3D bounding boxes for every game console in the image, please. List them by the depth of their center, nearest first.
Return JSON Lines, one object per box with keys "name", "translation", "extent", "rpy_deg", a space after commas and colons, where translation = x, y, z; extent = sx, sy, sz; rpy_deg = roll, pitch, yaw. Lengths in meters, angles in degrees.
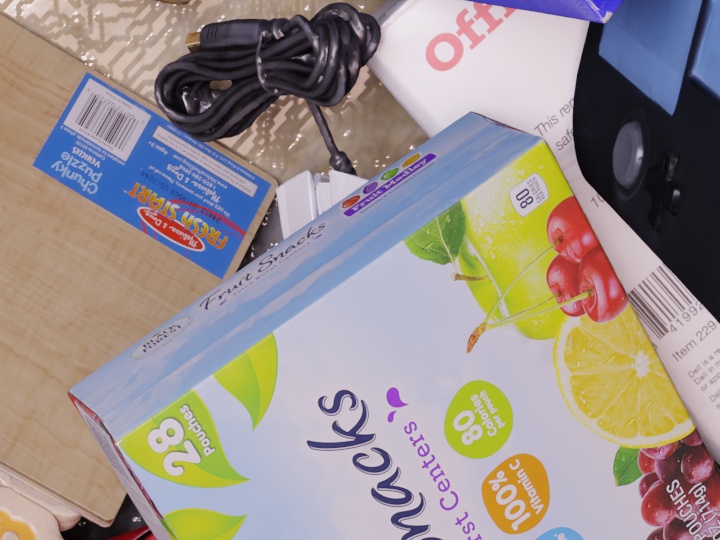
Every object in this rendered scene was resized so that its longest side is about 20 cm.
{"name": "game console", "translation": [0.113, -0.100, 0.699], "extent": [0.031, 0.177, 0.201], "rpy_deg": [8, 109, -11]}

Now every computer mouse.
{"name": "computer mouse", "translation": [0.000, 0.000, 0.838], "extent": [0.044, 0.109, 0.201], "rpy_deg": [-45, 117, -34]}

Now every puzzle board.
{"name": "puzzle board", "translation": [-0.144, -0.020, 0.836], "extent": [0.199, 0.017, 0.151], "rpy_deg": [30, 61, -9]}

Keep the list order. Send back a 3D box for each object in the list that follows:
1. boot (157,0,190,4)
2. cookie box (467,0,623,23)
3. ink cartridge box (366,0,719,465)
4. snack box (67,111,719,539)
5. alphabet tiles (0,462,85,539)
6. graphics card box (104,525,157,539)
{"name": "boot", "translation": [-0.105, -0.203, 0.819], "extent": [0.199, 0.073, 0.156], "rpy_deg": [36, 94, -6]}
{"name": "cookie box", "translation": [-0.007, -0.167, 0.721], "extent": [0.075, 0.200, 0.171], "rpy_deg": [-50, 119, -11]}
{"name": "ink cartridge box", "translation": [0.113, -0.057, 0.848], "extent": [0.146, 0.084, 0.200], "rpy_deg": [-41, 99, 3]}
{"name": "snack box", "translation": [0.027, 0.078, 0.783], "extent": [0.168, 0.068, 0.201], "rpy_deg": [-34, 111, -11]}
{"name": "alphabet tiles", "translation": [-0.184, 0.043, 0.806], "extent": [0.199, 0.196, 0.015], "rpy_deg": [30, 130, -8]}
{"name": "graphics card box", "translation": [-0.067, 0.194, 0.863], "extent": [0.125, 0.051, 0.201], "rpy_deg": [-23, 102, 44]}
